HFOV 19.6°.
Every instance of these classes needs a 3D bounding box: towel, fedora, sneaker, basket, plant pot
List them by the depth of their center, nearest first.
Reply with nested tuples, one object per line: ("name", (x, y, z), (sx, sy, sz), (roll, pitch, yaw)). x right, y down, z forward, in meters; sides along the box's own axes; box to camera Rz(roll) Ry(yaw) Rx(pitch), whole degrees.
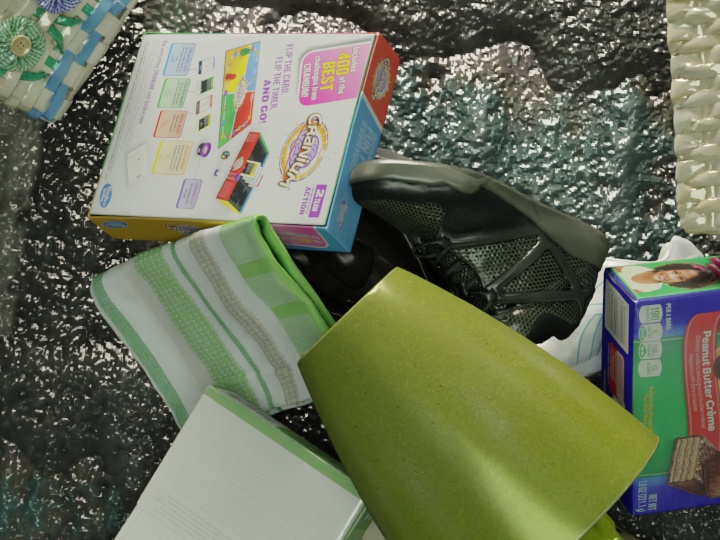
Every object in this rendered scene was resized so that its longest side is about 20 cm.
("plant pot", (0.060, 0.100, 1.364), (0.187, 0.187, 0.200), (-43, 88, 3))
("sneaker", (0.075, -0.003, 1.423), (0.199, 0.076, 0.115), (24, 72, -26))
("basket", (0.323, -0.127, 1.441), (0.199, 0.161, 0.199), (-3, 94, 32))
("towel", (-0.098, 0.044, 1.478), (0.149, 0.200, 0.031), (55, 50, -14))
("basket", (-0.265, -0.215, 1.496), (0.200, 0.139, 0.177), (33, 94, -10))
("fedora", (0.000, 0.000, 1.522), (0.199, 0.090, 0.177), (26, 92, 1))
("sneaker", (0.170, 0.038, 1.535), (0.200, 0.070, 0.081), (-21, 86, -5))

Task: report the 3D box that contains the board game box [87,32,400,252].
("board game box", (-0.083, -0.093, 1.477), (0.199, 0.040, 0.154), (4, 68, 29))

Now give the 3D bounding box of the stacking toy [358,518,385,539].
("stacking toy", (0.046, 0.241, 1.532), (0.145, 0.146, 0.201), (0, 111, 2))

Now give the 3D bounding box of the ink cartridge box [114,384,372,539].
("ink cartridge box", (-0.095, 0.201, 1.448), (0.145, 0.048, 0.200), (32, 91, 19))

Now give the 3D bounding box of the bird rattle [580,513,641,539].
("bird rattle", (0.214, 0.234, 1.488), (0.199, 0.163, 0.113), (27, 106, 3))

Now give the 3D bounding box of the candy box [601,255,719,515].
("candy box", (0.276, 0.075, 1.481), (0.199, 0.077, 0.170), (-7, 113, -11))
